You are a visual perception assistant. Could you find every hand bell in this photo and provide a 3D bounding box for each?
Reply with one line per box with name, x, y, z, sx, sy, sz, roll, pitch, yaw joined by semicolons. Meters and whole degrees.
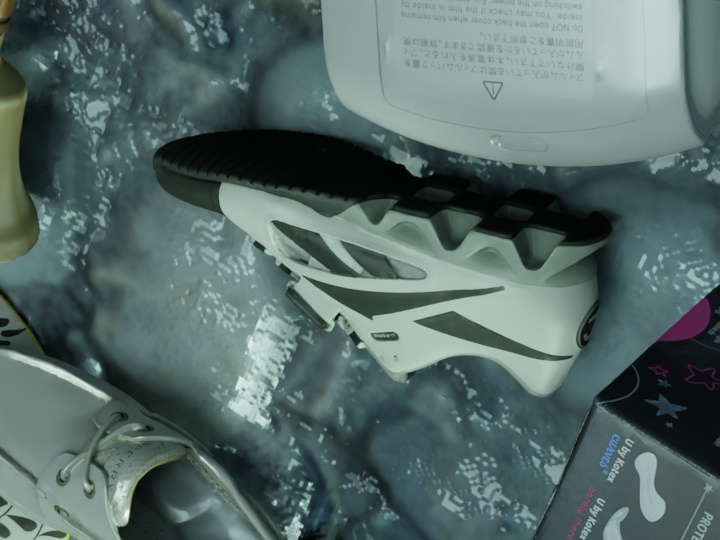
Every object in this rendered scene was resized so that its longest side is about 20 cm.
hand bell;-0.157;-0.113;1.138;0.104;0.104;0.200;30;117;17

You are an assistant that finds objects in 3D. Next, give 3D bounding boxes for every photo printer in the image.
photo printer;0.061;-0.137;1.013;0.166;0.069;0.200;6;113;27

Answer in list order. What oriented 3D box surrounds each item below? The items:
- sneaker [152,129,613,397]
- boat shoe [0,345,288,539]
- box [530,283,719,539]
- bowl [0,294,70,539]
sneaker;0.000;0.000;1.101;0.200;0.074;0.089;18;116;23
boat shoe;-0.098;0.091;1.185;0.200;0.071;0.069;33;162;6
box;0.149;0.088;0.974;0.115;0.200;0.132;31;122;17
bowl;-0.240;0.090;1.265;0.201;0.094;0.201;12;116;26
